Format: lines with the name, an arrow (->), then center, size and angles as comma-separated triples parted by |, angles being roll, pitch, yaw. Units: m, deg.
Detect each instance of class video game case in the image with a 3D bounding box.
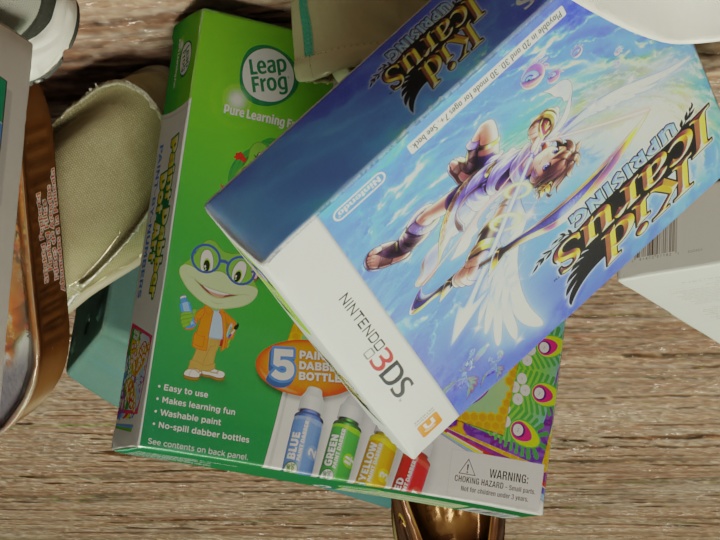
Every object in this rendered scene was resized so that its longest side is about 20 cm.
video game case -> 0.054, -0.037, 0.956 | 0.200, 0.045, 0.181 | -42, 146, -4

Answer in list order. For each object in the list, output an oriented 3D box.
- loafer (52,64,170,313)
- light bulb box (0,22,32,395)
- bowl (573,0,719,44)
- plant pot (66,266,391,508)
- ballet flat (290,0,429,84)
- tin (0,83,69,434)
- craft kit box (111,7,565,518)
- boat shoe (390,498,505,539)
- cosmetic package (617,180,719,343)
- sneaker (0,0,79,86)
loafer -> -0.148, -0.018, 1.118 | 0.200, 0.076, 0.068 | -46, 168, 24
light bulb box -> -0.241, -0.001, 0.913 | 0.198, 0.201, 0.125 | -28, 136, 33
bowl -> 0.138, -0.154, 0.780 | 0.199, 0.075, 0.199 | -11, 160, 36
plant pot -> -0.045, 0.023, 1.242 | 0.199, 0.142, 0.141 | 15, 158, -16
ballet flat -> 0.058, -0.083, 1.019 | 0.199, 0.070, 0.069 | 13, 158, -25
tin -> -0.191, -0.019, 1.077 | 0.111, 0.201, 0.042 | 3, -164, 21
craft kit box -> 0.000, 0.000, 1.063 | 0.199, 0.199, 0.048 | 11, 168, -21
boat shoe -> 0.041, 0.072, 1.136 | 0.072, 0.201, 0.068 | -10, -159, -3
cosmetic package -> 0.256, -0.008, 1.216 | 0.199, 0.052, 0.151 | -10, 154, 33
sneaker -> -0.222, -0.117, 0.982 | 0.199, 0.074, 0.079 | -6, 150, 8
